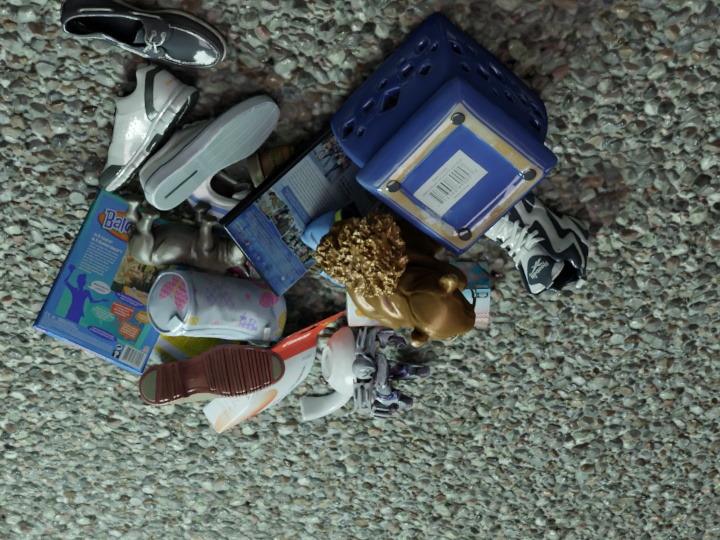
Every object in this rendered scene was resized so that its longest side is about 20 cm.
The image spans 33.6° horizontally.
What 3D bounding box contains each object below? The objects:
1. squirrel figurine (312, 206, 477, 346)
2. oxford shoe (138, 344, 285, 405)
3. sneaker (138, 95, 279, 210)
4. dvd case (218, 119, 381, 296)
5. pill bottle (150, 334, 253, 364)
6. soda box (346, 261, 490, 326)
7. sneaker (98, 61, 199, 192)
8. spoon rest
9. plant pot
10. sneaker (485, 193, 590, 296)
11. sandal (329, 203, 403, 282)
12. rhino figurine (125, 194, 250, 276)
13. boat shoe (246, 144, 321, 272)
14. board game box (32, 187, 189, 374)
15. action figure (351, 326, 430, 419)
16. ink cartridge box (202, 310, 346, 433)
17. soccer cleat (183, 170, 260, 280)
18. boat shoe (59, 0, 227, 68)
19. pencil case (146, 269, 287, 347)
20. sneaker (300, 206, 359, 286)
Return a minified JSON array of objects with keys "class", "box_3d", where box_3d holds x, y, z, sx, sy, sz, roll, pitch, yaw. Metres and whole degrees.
[{"class":"squirrel figurine","box_3d":[0.044,0.015,1.416,0.200,0.187,0.142,30,100,-29]},{"class":"oxford shoe","box_3d":[-0.195,0.141,1.613,0.200,0.071,0.075,-7,172,8]},{"class":"sneaker","box_3d":[-0.195,-0.162,1.488,0.200,0.071,0.073,-36,144,-5]},{"class":"dvd case","box_3d":[-0.070,-0.079,1.519,0.200,0.018,0.143,-43,129,-10]},{"class":"pill bottle","box_3d":[-0.258,0.078,1.670,0.114,0.114,0.200,-36,121,27]},{"class":"soda box","box_3d":[0.080,0.032,1.658,0.200,0.064,0.068,-1,129,1]},{"class":"sneaker","box_3d":[-0.280,-0.180,1.496,0.080,0.074,0.200,41,122,-2]},{"class":"spoon rest","box_3d":[-0.035,0.158,1.757,0.061,0.099,0.200,1,147,-21]},{"class":"plant pot","box_3d":[0.104,-0.150,1.417,0.200,0.180,0.200,35,114,-27]},{"class":"sneaker","box_3d":[0.217,-0.033,1.558,0.199,0.130,0.080,27,125,-19]},{"class":"sandal","box_3d":[0.036,-0.042,1.588,0.200,0.055,0.082,-36,127,9]},{"class":"rhino figurine","box_3d":[-0.204,-0.038,1.525,0.200,0.060,0.088,8,120,-8]},{"class":"boat shoe","box_3d":[-0.079,-0.078,1.564,0.068,0.072,0.200,-19,132,8]},{"class":"board game box","box_3d":[-0.315,0.015,1.558,0.152,0.200,0.045,27,166,-16]},{"class":"action figure","box_3d":[0.036,0.148,1.692,0.069,0.130,0.200,11,171,21]},{"class":"ink cartridge box","box_3d":[-0.110,0.143,1.698,0.200,0.162,0.050,-38,81,30]},{"class":"soccer cleat","box_3d":[-0.165,-0.067,1.575,0.086,0.070,0.200,-22,126,19]},{"class":"boat shoe","box_3d":[-0.258,-0.274,1.409,0.200,0.063,0.073,17,128,-13]},{"class":"pencil case","box_3d":[-0.186,0.052,1.565,0.083,0.091,0.200,-24,158,32]},{"class":"sneaker","box_3d":[0.000,0.000,1.552,0.078,0.066,0.200,-27,126,23]}]
